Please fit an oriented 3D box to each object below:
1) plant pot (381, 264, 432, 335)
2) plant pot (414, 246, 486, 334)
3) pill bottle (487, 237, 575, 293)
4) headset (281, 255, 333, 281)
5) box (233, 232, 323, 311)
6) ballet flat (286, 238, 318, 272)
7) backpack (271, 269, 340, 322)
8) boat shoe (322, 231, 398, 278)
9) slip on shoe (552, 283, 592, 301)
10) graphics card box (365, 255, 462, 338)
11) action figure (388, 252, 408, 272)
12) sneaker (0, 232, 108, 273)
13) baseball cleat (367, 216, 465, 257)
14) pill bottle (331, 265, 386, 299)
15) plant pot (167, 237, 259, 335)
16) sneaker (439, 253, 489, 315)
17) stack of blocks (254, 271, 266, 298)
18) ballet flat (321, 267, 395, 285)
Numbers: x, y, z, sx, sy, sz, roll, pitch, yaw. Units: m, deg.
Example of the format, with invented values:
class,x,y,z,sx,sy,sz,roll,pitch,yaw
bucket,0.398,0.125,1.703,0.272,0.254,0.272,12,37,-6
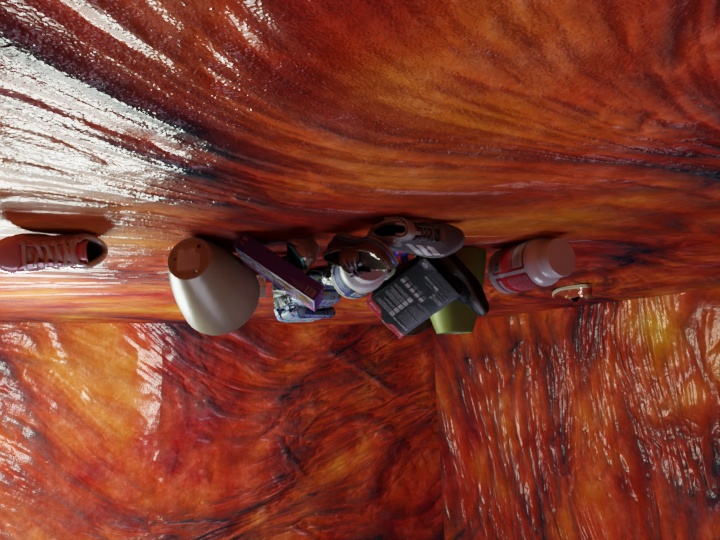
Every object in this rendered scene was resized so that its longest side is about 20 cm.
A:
class,x,y,z,sx,sy,sz,roll,pitch,yaw
plant pot,0.132,0.063,1.605,0.183,0.190,0.201,-3,156,5
plant pot,0.235,0.058,1.446,0.184,0.204,0.187,-2,170,0
pill bottle,0.401,-0.013,1.335,0.111,0.114,0.199,2,170,-25
headset,-0.162,-0.013,1.393,0.197,0.096,0.123,11,179,19
box,-0.167,0.006,1.187,0.199,0.039,0.137,34,167,3
ballet flat,-0.122,-0.038,1.204,0.070,0.073,0.200,0,172,-13
backpack,-0.137,0.071,1.642,0.198,0.137,0.181,-15,166,42
boat shoe,-0.004,-0.021,1.105,0.199,0.072,0.073,14,144,56
slip on shoe,0.830,0.094,2.230,0.073,0.062,0.199,0,172,-24
graphics card box,0.121,0.055,1.302,0.200,0.125,0.051,-40,-171,33
action figure,0.085,-0.048,1.250,0.064,0.053,0.200,-7,166,-4
sneaker,-0.574,-0.036,1.065,0.104,0.077,0.199,-5,179,40
baseball cleat,0.113,-0.064,1.093,0.196,0.071,0.106,-2,171,-5
pill bottle,0.000,0.000,1.311,0.109,0.113,0.200,0,170,-11
plant pot,-0.330,0.018,1.215,0.184,0.190,0.201,-3,156,4
sneaker,0.213,0.041,1.340,0.114,0.200,0.076,-39,-170,30
stack of blocks,-0.341,0.026,1.423,0.197,0.060,0.115,2,-170,-17
ballet flat,-0.009,-0.008,1.459,0.196,0.073,0.072,-6,170,11
